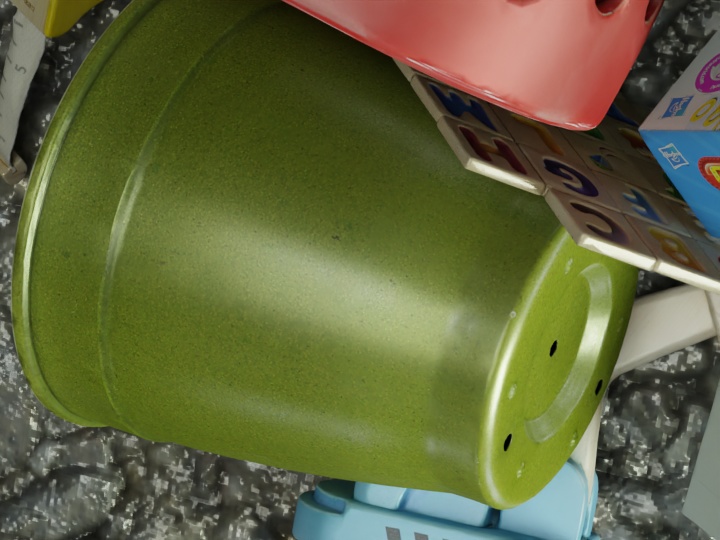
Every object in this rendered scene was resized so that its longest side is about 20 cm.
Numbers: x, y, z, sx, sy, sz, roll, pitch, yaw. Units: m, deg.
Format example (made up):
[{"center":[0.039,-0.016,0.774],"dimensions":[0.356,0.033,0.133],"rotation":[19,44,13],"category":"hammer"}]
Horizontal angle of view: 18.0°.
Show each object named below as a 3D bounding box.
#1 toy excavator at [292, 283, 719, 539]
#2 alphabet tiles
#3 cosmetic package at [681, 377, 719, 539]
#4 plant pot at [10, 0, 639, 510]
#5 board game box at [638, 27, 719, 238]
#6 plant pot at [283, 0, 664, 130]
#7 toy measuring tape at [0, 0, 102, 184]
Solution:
[{"center":[0.072,0.082,0.970],"dimensions":[0.193,0.100,0.201],"rotation":[11,95,14],"category":"toy excavator"},{"center":[0.088,-0.048,0.867],"dimensions":[0.166,0.200,0.006],"rotation":[19,114,-28],"category":"alphabet tiles"},{"center":[0.205,0.027,0.877],"dimensions":[0.081,0.113,0.201],"rotation":[10,101,-22],"category":"cosmetic package"},{"center":[0.000,0.000,0.897],"dimensions":[0.192,0.200,0.201],"rotation":[21,106,24],"category":"plant pot"},{"center":[0.224,-0.095,0.771],"dimensions":[0.200,0.196,0.056],"rotation":[-50,116,-20],"category":"board game box"},{"center":[0.036,-0.170,0.784],"dimensions":[0.200,0.200,0.183],"rotation":[32,102,10],"category":"plant pot"},{"center":[-0.122,-0.127,1.012],"dimensions":[0.073,0.074,0.201],"rotation":[28,128,11],"category":"toy measuring tape"}]
